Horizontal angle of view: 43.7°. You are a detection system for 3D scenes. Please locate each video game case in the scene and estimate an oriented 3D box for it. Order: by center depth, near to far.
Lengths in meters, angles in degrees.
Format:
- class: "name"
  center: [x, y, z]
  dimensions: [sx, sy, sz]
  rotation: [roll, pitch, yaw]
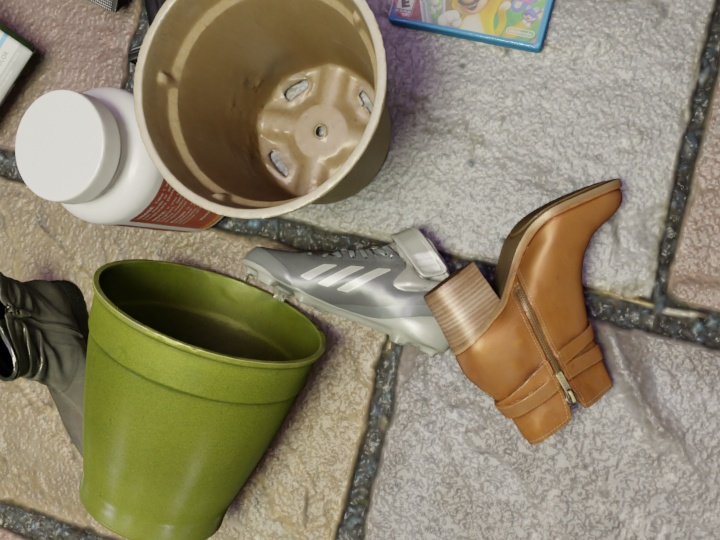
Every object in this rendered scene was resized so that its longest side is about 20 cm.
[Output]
- class: "video game case"
  center: [0.117, -0.306, 0.801]
  dimensions: [0.142, 0.018, 0.202]
  rotation: [15, 90, 16]

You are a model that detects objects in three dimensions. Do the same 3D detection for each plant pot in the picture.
- class: "plant pot"
  center: [-0.056, -0.134, 0.749]
  dimensions: [0.198, 0.183, 0.203]
  rotation: [-1, 87, 14]
- class: "plant pot"
  center: [-0.154, 0.118, 0.768]
  dimensions: [0.199, 0.200, 0.194]
  rotation: [24, 104, 14]

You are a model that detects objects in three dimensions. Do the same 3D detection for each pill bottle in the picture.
- class: "pill bottle"
  center: [-0.193, -0.093, 0.769]
  dimensions: [0.111, 0.200, 0.113]
  rotation: [0, 89, 20]

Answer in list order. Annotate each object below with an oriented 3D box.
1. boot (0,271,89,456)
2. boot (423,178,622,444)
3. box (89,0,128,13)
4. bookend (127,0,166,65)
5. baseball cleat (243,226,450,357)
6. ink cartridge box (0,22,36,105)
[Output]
- class: "boot"
  center: [-0.289, 0.094, 0.822]
  dimensions: [0.067, 0.131, 0.201]
  rotation: [-27, 80, 12]
- class: "boot"
  center: [0.168, 0.031, 0.740]
  dimensions: [0.199, 0.077, 0.156]
  rotation: [-36, 91, -13]
- class: "box"
  center: [-0.292, -0.355, 0.825]
  dimensions: [0.199, 0.044, 0.161]
  rotation: [27, 133, -2]
- class: "bookend"
  center: [-0.120, -0.300, 0.824]
  dimensions: [0.197, 0.092, 0.202]
  rotation: [-13, 82, 13]
- class: "baseball cleat"
  center: [0.000, 0.000, 0.794]
  dimensions: [0.199, 0.070, 0.107]
  rotation: [23, 86, 5]
- class: "ink cartridge box"
  center: [-0.428, -0.228, 0.861]
  dimensions: [0.199, 0.059, 0.104]
  rotation: [34, 96, -24]
